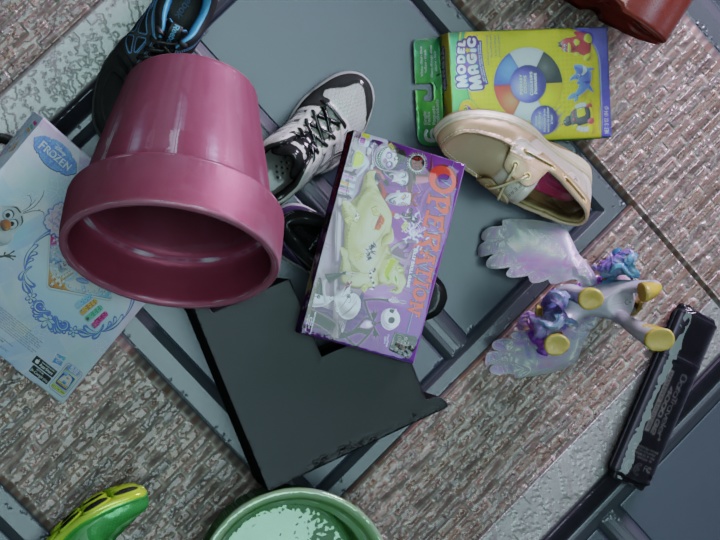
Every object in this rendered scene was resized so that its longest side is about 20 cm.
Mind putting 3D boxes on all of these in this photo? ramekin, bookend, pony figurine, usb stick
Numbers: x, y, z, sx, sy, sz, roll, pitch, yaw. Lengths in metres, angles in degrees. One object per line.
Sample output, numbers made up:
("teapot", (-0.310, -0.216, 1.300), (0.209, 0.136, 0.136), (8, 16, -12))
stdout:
("ramekin", (-0.072, 0.308, 1.562), (0.198, 0.098, 0.202), (-1, 92, -12))
("bookend", (-0.048, 0.083, 1.561), (0.197, 0.092, 0.202), (-24, 96, -12))
("pony figurine", (0.217, 0.035, 1.584), (0.191, 0.200, 0.168), (-3, 100, 4))
("usb stick", (0.321, 0.134, 1.672), (0.055, 0.033, 0.201), (24, 87, -19))

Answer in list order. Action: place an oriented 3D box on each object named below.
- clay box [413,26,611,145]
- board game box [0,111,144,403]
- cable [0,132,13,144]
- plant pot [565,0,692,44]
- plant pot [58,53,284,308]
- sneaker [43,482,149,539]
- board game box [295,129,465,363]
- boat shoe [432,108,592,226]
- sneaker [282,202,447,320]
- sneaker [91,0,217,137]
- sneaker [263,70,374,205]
("clay box", (0.156, -0.188, 1.615), (0.198, 0.048, 0.116), (-4, 94, -12))
("board game box", (-0.297, -0.010, 1.501), (0.200, 0.043, 0.199), (43, 85, -28))
("cable", (-0.301, -0.093, 1.536), (0.198, 0.050, 0.098), (-12, 87, -23))
("plant pot", (0.285, -0.346, 1.571), (0.200, 0.201, 0.196), (27, 94, -12))
("plant pot", (-0.165, -0.088, 1.435), (0.198, 0.200, 0.181), (10, 61, -12))
("sneaker", (-0.274, 0.286, 1.534), (0.084, 0.074, 0.200), (44, 93, -8))
("board game box", (0.020, -0.022, 1.515), (0.119, 0.032, 0.202), (15, 87, -18))
("boat shoe", (0.160, -0.099, 1.574), (0.199, 0.074, 0.070), (19, 49, -30))
("sneaker", (0.000, 0.000, 1.569), (0.199, 0.088, 0.076), (25, 87, -12))
("sneaker", (-0.200, -0.213, 1.521), (0.073, 0.082, 0.201), (27, 88, -13))
("sneaker", (-0.055, -0.119, 1.554), (0.076, 0.088, 0.200), (45, 82, -8))
